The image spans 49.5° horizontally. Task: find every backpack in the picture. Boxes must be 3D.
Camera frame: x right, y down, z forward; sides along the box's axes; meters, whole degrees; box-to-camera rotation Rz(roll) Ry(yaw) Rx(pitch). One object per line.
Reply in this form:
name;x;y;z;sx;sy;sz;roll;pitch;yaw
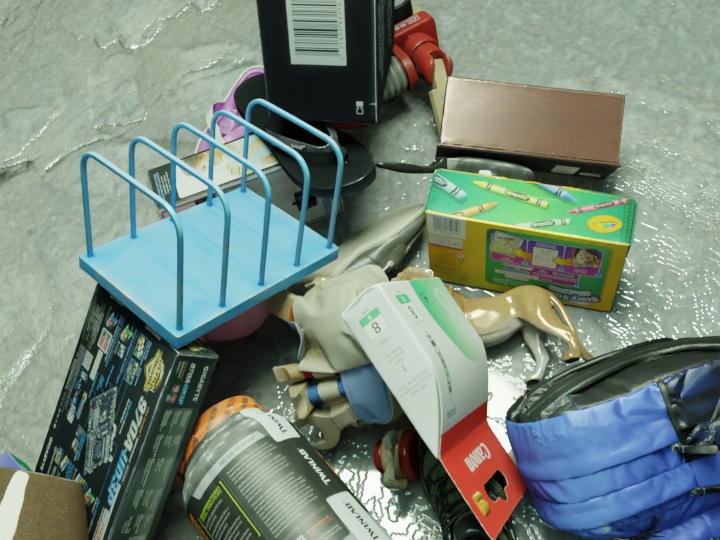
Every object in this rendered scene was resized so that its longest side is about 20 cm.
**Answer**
backpack;0.229;0.149;0.637;0.196;0.163;0.171;-15;79;-5

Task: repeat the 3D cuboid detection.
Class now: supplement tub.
supplement tub;-0.070;0.210;0.667;0.122;0.123;0.200;-38;61;-16

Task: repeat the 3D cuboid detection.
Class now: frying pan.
frying pan;0.104;-0.108;0.844;0.186;0.115;0.032;10;94;-5

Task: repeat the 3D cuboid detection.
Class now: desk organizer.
desk organizer;0.185;-0.157;0.864;0.196;0.072;0.079;7;87;4

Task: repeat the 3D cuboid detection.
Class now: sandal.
sandal;-0.066;-0.142;0.804;0.076;0.043;0.199;-41;63;-17
sandal;-0.161;-0.188;0.978;0.081;0.050;0.206;7;59;13

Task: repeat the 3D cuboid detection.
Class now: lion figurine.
lion figurine;0.129;0.050;0.776;0.195;0.073;0.125;-3;59;-1

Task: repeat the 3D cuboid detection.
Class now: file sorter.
file sorter;-0.125;-0.055;0.687;0.138;0.124;0.199;32;40;27

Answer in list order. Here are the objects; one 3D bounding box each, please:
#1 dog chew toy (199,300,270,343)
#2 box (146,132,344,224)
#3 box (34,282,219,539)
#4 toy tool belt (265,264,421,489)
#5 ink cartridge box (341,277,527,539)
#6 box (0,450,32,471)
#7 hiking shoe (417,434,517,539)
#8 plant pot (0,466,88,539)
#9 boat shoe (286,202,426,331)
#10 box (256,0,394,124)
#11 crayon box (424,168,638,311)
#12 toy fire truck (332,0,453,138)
dog chew toy;-0.186;0.034;0.805;0.197;0.125;0.126;-28;57;0
box;-0.123;-0.087;0.871;0.196;0.117;0.061;-20;58;-6
box;-0.216;0.132;0.699;0.158;0.046;0.203;27;99;43
toy tool belt;-0.017;0.102;0.731;0.121;0.204;0.125;-10;9;27
ink cartridge box;0.082;0.099;0.644;0.050;0.160;0.201;-40;76;18
box;-0.363;0.280;0.712;0.116;0.049;0.200;33;69;25
hiking shoe;0.098;0.202;0.650;0.074;0.101;0.203;-16;65;-4
plant pot;-0.287;0.261;0.606;0.183;0.187;0.204;3;69;10
boat shoe;0.000;0.000;0.840;0.199;0.058;0.067;-37;24;-19
box;-0.028;-0.284;0.780;0.115;0.200;0.202;4;39;7
crayon box;0.166;-0.029;0.787;0.196;0.120;0.059;11;59;14
toy fire truck;0.039;-0.215;0.939;0.174;0.130;0.201;-29;48;-10
